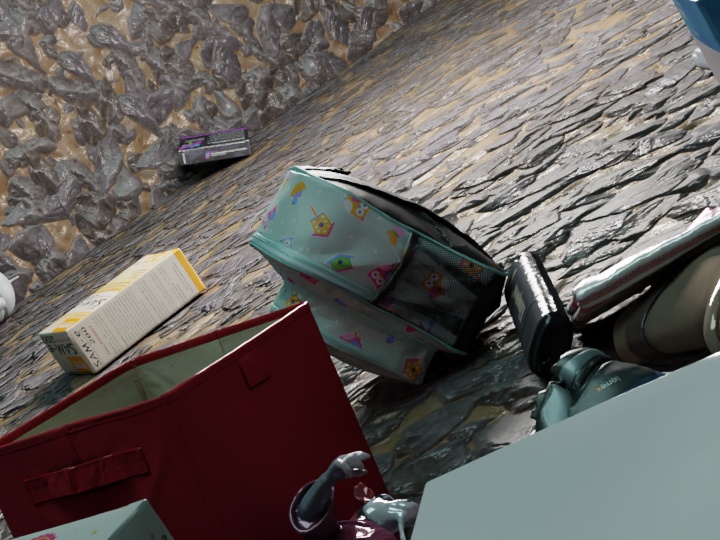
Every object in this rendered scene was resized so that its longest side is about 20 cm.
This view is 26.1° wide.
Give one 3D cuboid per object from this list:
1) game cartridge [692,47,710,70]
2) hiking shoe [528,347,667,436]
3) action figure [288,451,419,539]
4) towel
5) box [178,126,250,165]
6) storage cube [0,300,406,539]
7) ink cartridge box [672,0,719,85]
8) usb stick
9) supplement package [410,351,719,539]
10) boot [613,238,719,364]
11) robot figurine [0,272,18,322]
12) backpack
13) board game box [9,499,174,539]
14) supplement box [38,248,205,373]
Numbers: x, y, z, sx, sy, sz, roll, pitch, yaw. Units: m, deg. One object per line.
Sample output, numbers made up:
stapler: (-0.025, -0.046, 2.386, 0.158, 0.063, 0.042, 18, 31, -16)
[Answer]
game cartridge: (0.456, -0.267, 1.627, 0.200, 0.042, 0.133, -32, 18, -1)
hiking shoe: (0.116, 0.133, 0.775, 0.087, 0.074, 0.200, 8, 69, 32)
action figure: (0.004, 0.193, 0.904, 0.149, 0.134, 0.200, -54, 10, 14)
towel: (0.213, -0.011, 1.126, 0.146, 0.030, 0.200, -32, -8, 2)
box: (-0.295, -0.252, 3.136, 0.143, 0.036, 0.200, -9, 12, -3)
storage cube: (-0.103, 0.147, 1.010, 0.171, 0.180, 0.200, -19, 7, 32)
ink cartridge box: (0.340, -0.153, 1.121, 0.147, 0.200, 0.146, -30, 12, 9)
usb stick: (0.140, 0.032, 1.229, 0.033, 0.056, 0.200, 7, 15, -2)
supplement package: (0.116, 0.164, 0.489, 0.147, 0.200, 0.191, -27, 14, 20)
boot: (0.223, 0.029, 1.001, 0.146, 0.070, 0.200, -27, 2, 44)
robot figurine: (-0.725, 0.069, 2.878, 0.170, 0.113, 0.200, 9, 41, 47)
backpack: (0.000, 0.000, 1.332, 0.153, 0.200, 0.176, -54, 15, -2)
board game box: (-0.117, 0.224, 0.790, 0.147, 0.200, 0.064, -21, 17, 39)
supplement box: (-0.328, 0.056, 2.129, 0.200, 0.074, 0.126, -39, 15, -26)
